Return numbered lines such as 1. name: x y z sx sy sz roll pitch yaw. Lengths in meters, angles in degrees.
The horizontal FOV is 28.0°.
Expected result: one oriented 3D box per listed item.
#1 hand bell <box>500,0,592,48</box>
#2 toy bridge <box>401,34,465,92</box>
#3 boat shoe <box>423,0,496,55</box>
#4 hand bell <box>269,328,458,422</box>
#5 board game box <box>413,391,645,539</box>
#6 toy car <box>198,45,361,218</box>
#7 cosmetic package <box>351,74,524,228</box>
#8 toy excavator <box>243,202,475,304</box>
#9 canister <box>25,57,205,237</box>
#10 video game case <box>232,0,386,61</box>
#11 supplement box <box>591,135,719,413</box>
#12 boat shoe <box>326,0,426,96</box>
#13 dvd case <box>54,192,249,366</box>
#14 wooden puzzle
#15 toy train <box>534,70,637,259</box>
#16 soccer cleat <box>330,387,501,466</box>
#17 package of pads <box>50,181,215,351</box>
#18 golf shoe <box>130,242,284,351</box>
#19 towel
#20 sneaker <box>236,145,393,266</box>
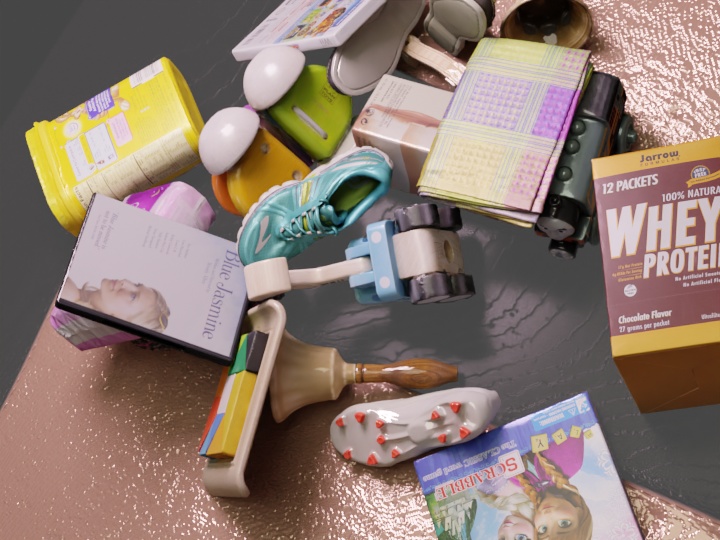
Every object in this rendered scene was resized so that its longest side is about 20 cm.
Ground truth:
1. hand bell: 0.201 -0.349 1.658 0.103 0.104 0.202 -14 54 14
2. toy bridge: 0.117 -0.209 1.640 0.027 0.067 0.200 -47 62 -2
3. boat shoe: 0.117 -0.292 1.606 0.072 0.201 0.061 42 85 -5
4. hand bell: 0.006 0.113 1.560 0.197 0.104 0.106 0 70 7
5. board game box: 0.175 0.252 1.458 0.198 0.041 0.201 -24 64 10
6. toy car: -0.094 -0.146 1.658 0.201 0.175 0.150 -56 24 -13
7. cosmetic package: 0.102 -0.132 1.589 0.198 0.104 0.088 18 63 26
8. toy excavator: 0.000 0.000 1.541 0.198 0.194 0.101 -15 82 25
9. canister: -0.290 -0.152 1.757 0.198 0.087 0.150 -28 64 7
10. video game case: -0.047 -0.299 1.681 0.199 0.018 0.143 2 42 51
11. supplement box: 0.314 0.010 1.412 0.131 0.197 0.203 -9 67 16
12. boat shoe: 0.009 -0.269 1.665 0.060 0.074 0.201 -16 38 47
13. dvd case: -0.215 0.009 1.559 0.198 0.018 0.144 20 57 -11
14. wooden puzzle: -0.132 0.138 1.540 0.037 0.185 0.203 14 78 -15
15. toy train: 0.233 -0.116 1.535 0.084 0.114 0.202 13 75 24
16. soccer cleat: 0.058 0.163 1.527 0.198 0.077 0.070 -14 92 35
17. package of pads: -0.257 -0.005 1.641 0.120 0.076 0.201 -11 40 41
18. golf shoe: -0.181 0.024 1.662 0.198 0.073 0.093 -25 56 2
19. towel: 0.150 -0.147 1.501 0.142 0.023 0.202 13 72 27
20. sneaker: -0.051 -0.064 1.557 0.199 0.078 0.080 -35 23 7
